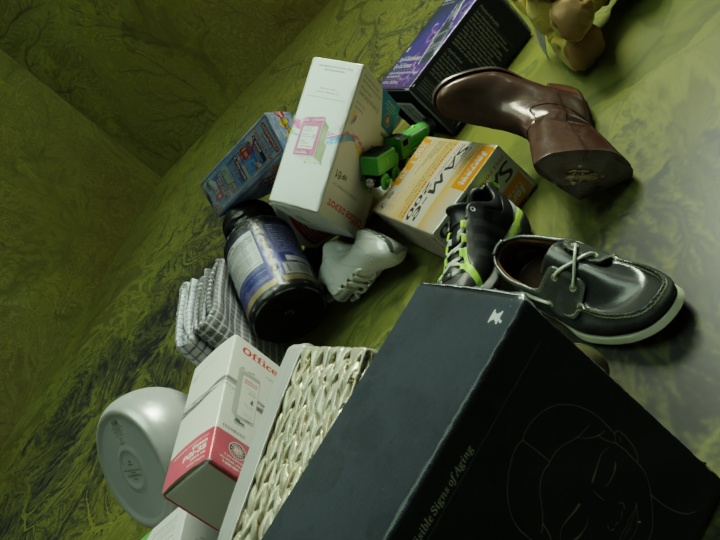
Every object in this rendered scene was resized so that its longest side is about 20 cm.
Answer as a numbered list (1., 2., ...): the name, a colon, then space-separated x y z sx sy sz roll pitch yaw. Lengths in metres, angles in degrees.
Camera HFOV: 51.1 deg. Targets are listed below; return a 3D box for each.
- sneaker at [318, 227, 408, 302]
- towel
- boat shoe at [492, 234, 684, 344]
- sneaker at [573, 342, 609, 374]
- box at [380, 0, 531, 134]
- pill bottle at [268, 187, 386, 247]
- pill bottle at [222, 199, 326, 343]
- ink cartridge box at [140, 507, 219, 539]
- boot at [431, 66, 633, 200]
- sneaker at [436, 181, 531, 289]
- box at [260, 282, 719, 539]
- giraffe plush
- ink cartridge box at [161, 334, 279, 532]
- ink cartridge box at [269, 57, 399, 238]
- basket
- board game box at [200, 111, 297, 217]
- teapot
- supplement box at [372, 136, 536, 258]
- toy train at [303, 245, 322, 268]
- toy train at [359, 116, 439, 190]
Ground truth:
1. sneaker: 0.000 0.000 1.019 0.199 0.074 0.089 -21 49 63
2. towel: -0.177 0.088 1.083 0.085 0.165 0.201 -42 25 12
3. boat shoe: 0.182 0.010 0.638 0.072 0.067 0.199 -52 24 -6
4. sneaker: 0.131 0.064 0.647 0.199 0.067 0.091 -22 42 56
5. box: 0.140 -0.322 1.160 0.201 0.104 0.148 -53 22 -2
6. pill bottle: -0.058 -0.107 1.174 0.198 0.113 0.113 -29 30 24
7. pill bottle: -0.131 -0.006 1.072 0.112 0.111 0.201 -43 49 17
8. ink cartridge box: -0.219 0.384 0.826 0.146 0.084 0.201 -41 25 24
9. boot: 0.169 -0.142 0.780 0.202 0.182 0.065 -87 -2 -54
10. sneaker: 0.103 -0.023 0.757 0.071 0.083 0.200 -31 14 43
11. box: 0.080 0.148 0.457 0.202 0.196 0.123 -56 23 -12
12. giraffe plush: 0.283 -0.355 0.918 0.161 0.174 0.200 -35 -9 11
13. ink cartridge box: -0.127 0.192 0.854 0.082 0.146 0.201 -39 26 23
14. ink cartridge box: -0.031 -0.158 1.017 0.083 0.144 0.204 16 86 25
15. basket: -0.015 0.176 0.657 0.122 0.135 0.203 -16 49 51
16. board game box: -0.114 -0.174 1.091 0.198 0.062 0.199 -30 -2 -30
17. teapot: -0.257 0.242 1.035 0.145 0.198 0.201 -23 -46 -49
18. supplement box: 0.106 -0.089 0.919 0.127 0.073 0.200 -53 23 -2
19. toy train: -0.087 -0.016 1.235 0.046 0.034 0.202 -35 27 42
20. toy train: 0.059 -0.166 1.056 0.041 0.057 0.200 6 28 30
